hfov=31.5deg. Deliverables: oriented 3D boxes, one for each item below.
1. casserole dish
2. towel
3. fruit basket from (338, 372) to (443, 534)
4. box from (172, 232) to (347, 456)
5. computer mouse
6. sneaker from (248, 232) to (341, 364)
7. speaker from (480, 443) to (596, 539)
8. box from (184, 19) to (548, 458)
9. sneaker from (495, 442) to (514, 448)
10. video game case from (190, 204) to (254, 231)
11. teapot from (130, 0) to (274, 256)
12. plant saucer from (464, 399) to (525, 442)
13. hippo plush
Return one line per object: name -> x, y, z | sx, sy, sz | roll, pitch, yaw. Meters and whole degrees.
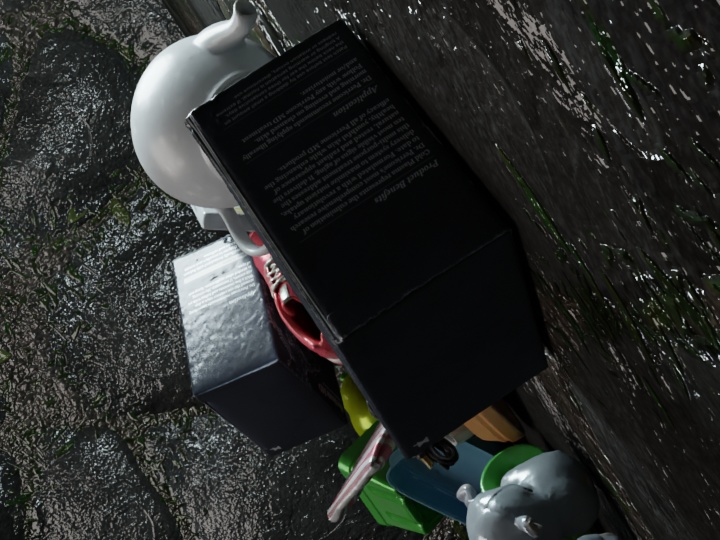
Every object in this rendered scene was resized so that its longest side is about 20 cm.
casserole dish -> 0.123, 0.230, 1.437 | 0.200, 0.121, 0.039 | 28, -141, -20
towel -> 0.035, 0.182, 1.439 | 0.030, 0.200, 0.146 | 32, 141, 2
fruit basket -> 0.058, 0.204, 1.607 | 0.156, 0.215, 0.216 | 57, 177, -32
box -> -0.122, 0.089, 1.562 | 0.197, 0.117, 0.200 | 49, -159, -52
computer mouse -> 0.096, 0.148, 1.363 | 0.110, 0.044, 0.200 | 42, -154, 19
sneaker -> -0.070, 0.016, 1.437 | 0.200, 0.074, 0.087 | 53, -163, 21
speaker -> 0.189, 0.261, 1.255 | 0.200, 0.088, 0.088 | 58, 177, -34
box -> 0.009, -0.015, 0.826 | 0.197, 0.124, 0.200 | 57, 177, 30
sneaker -> 0.135, 0.215, 1.485 | 0.200, 0.083, 0.071 | 50, -177, -37
video game case -> -0.098, -0.076, 1.499 | 0.182, 0.199, 0.023 | -131, 45, -67
teapot -> -0.131, -0.147, 1.324 | 0.200, 0.198, 0.146 | 38, 168, -38
plant saucer -> 0.086, 0.099, 1.280 | 0.200, 0.037, 0.200 | 47, -175, -6
hippo plush -> 0.134, 0.238, 1.064 | 0.159, 0.200, 0.161 | 4, 122, 59
